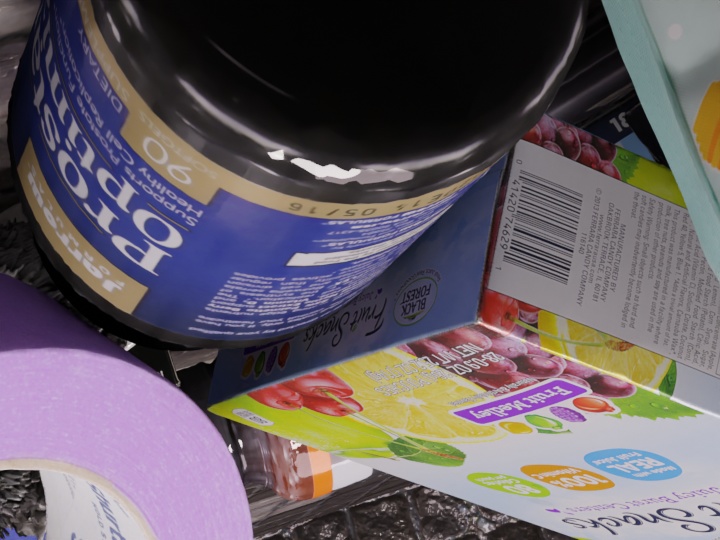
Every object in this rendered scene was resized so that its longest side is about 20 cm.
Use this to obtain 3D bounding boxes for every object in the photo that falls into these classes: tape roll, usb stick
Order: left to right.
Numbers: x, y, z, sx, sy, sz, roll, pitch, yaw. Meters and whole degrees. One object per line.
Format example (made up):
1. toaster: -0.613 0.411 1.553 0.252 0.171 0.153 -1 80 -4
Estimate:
1. tape roll: -0.126 0.101 0.598 0.199 0.202 0.065 -11 -152 -40
2. usb stick: 0.108 -0.090 0.790 0.055 0.033 0.200 -25 175 -39

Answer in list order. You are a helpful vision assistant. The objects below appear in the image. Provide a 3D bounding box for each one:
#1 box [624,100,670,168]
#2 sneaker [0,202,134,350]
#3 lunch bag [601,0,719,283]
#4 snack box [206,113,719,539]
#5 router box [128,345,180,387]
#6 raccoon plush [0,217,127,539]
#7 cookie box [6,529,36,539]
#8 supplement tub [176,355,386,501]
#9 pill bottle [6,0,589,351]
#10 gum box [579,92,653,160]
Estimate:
1. box: 0.235 -0.032 0.735 0.199 0.199 0.123 -33 179 -30
2. sneaker: -0.148 0.026 0.802 0.198 0.079 0.099 -17 -178 16
3. lunch bag: 0.155 -0.079 0.526 0.198 0.172 0.122 -19 163 1
4. snack box: 0.079 0.033 0.649 0.199 0.068 0.168 20 161 -23
5. router box: -0.201 0.073 1.011 0.199 0.051 0.149 -15 171 -28
6. raccoon plush: -0.128 0.025 0.666 0.201 0.096 0.134 -65 173 23
7. cookie box: -0.197 0.218 1.753 0.170 0.076 0.200 -18 169 -6
8. supplement tub: -0.001 0.061 1.178 0.198 0.108 0.107 -18 170 -10
9. pill bottle: -0.027 -0.044 0.534 0.111 0.113 0.200 -16 169 -20
10. gum box: 0.139 -0.048 0.941 0.169 0.045 0.200 -32 173 -8
